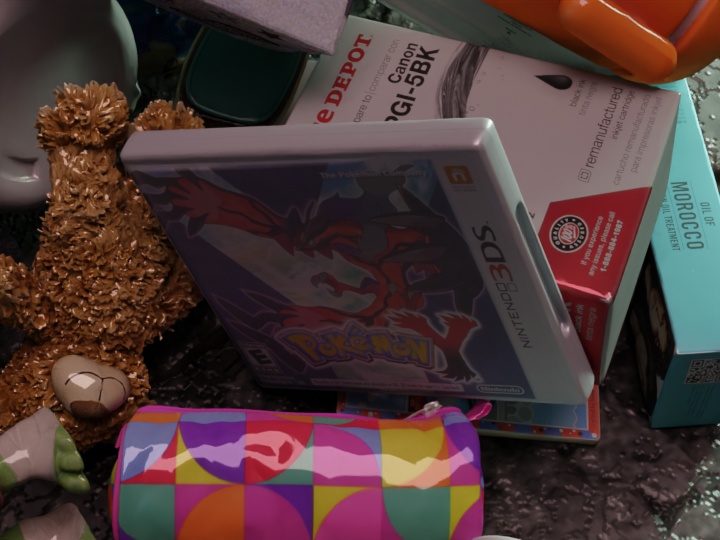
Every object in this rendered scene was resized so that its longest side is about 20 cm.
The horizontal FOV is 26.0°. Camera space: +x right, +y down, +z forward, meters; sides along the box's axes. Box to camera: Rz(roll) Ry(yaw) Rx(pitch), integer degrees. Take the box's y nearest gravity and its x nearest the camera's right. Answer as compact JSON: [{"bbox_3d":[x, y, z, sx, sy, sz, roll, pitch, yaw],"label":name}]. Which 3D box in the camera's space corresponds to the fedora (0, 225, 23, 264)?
[{"bbox_3d":[-0.284,-0.018,0.855,0.200,0.201,0.092,29,91,15],"label":"fedora"}]

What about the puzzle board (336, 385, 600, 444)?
[{"bbox_3d":[0.066,0.007,0.933,0.150,0.017,0.201,5,55,-1],"label":"puzzle board"}]

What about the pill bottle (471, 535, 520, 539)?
[{"bbox_3d":[0.041,0.227,0.717,0.111,0.111,0.200,25,56,13],"label":"pill bottle"}]

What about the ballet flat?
[{"bbox_3d":[-0.083,-0.081,0.922,0.069,0.069,0.201,21,80,10],"label":"ballet flat"}]

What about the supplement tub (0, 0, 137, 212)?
[{"bbox_3d":[-0.244,-0.134,0.912,0.199,0.145,0.145,29,56,33],"label":"supplement tub"}]

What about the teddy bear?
[{"bbox_3d":[-0.135,0.001,0.823,0.067,0.145,0.201,17,79,42],"label":"teddy bear"}]

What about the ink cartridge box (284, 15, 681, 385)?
[{"bbox_3d":[0.056,-0.042,0.843,0.199,0.083,0.147,15,57,14],"label":"ink cartridge box"}]

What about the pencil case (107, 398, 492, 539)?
[{"bbox_3d":[-0.031,0.110,0.812,0.199,0.089,0.089,-1,55,-6],"label":"pencil case"}]

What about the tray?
[{"bbox_3d":[0.095,-0.156,0.953,0.199,0.107,0.022,29,50,-13],"label":"tray"}]

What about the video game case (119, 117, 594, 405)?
[{"bbox_3d":[0.000,0.000,0.782,0.199,0.183,0.023,1,47,30],"label":"video game case"}]

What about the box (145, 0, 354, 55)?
[{"bbox_3d":[-0.092,-0.206,0.815,0.199,0.115,0.133,20,93,-18],"label":"box"}]

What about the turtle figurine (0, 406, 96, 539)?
[{"bbox_3d":[-0.211,0.156,0.732,0.193,0.200,0.145,-22,93,-23],"label":"turtle figurine"}]

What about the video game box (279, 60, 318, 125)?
[{"bbox_3d":[0.037,-0.042,0.924,0.199,0.047,0.183,3,57,7],"label":"video game box"}]

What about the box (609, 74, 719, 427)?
[{"bbox_3d":[0.180,-0.015,0.918,0.049,0.082,0.201,-3,55,-5],"label":"box"}]

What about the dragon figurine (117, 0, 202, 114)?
[{"bbox_3d":[-0.133,-0.156,0.979,0.199,0.059,0.100,-16,72,15],"label":"dragon figurine"}]

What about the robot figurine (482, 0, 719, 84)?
[{"bbox_3d":[0.135,-0.177,0.856,0.199,0.117,0.144,24,7,-25],"label":"robot figurine"}]
